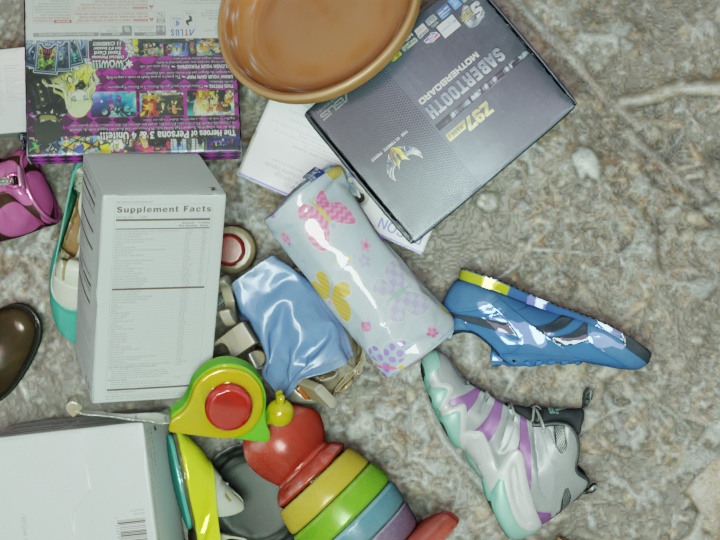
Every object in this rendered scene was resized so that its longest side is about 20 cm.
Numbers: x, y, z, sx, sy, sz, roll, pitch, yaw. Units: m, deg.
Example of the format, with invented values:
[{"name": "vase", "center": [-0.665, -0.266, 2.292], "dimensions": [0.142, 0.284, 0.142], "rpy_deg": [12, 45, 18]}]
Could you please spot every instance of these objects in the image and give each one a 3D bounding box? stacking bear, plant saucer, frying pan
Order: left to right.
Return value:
[{"name": "frying pan", "center": [-0.121, 0.191, 1.303], "dimensions": [0.115, 0.031, 0.191], "rpy_deg": [-30, 87, 2]}, {"name": "plant saucer", "center": [-0.035, -0.237, 1.227], "dimensions": [0.199, 0.037, 0.201], "rpy_deg": [-9, 65, 20]}, {"name": "stacking bear", "center": [-0.027, 0.206, 1.246], "dimensions": [0.200, 0.121, 0.114], "rpy_deg": [46, 59, 4]}]

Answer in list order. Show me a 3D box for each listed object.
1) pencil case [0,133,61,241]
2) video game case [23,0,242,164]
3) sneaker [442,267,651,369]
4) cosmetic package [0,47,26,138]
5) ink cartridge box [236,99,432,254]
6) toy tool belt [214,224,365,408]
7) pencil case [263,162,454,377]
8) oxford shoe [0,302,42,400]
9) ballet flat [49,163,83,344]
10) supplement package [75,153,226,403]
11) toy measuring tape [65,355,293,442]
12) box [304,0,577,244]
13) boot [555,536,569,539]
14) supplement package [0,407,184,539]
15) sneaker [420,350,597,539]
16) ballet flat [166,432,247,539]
[{"name": "pencil case", "center": [-0.394, -0.055, 1.282], "dimensions": [0.199, 0.094, 0.091], "rpy_deg": [-20, 91, 4]}, {"name": "video game case", "center": [-0.214, -0.193, 1.263], "dimensions": [0.199, 0.036, 0.182], "rpy_deg": [-3, 80, -8]}, {"name": "sneaker", "center": [0.170, 0.066, 1.263], "dimensions": [0.199, 0.066, 0.079], "rpy_deg": [20, 86, 7]}, {"name": "cosmetic package", "center": [-0.402, -0.165, 1.300], "dimensions": [0.199, 0.051, 0.083], "rpy_deg": [-4, 93, 3]}, {"name": "ink cartridge box", "center": [0.009, -0.143, 1.280], "dimensions": [0.197, 0.043, 0.201], "rpy_deg": [24, 91, 2]}, {"name": "toy tool belt", "center": [-0.079, 0.040, 1.251], "dimensions": [0.125, 0.123, 0.200], "rpy_deg": [-37, 89, 3]}, {"name": "pencil case", "center": [0.000, 0.000, 1.228], "dimensions": [0.091, 0.083, 0.200], "rpy_deg": [-39, 94, -38]}, {"name": "oxford shoe", "center": [-0.388, 0.109, 1.292], "dimensions": [0.200, 0.084, 0.073], "rpy_deg": [-43, 87, 2]}, {"name": "ballet flat", "center": [-0.265, -0.025, 1.286], "dimensions": [0.067, 0.070, 0.201], "rpy_deg": [11, 93, 3]}, {"name": "supplement package", "center": [-0.193, 0.004, 1.217], "dimensions": [0.113, 0.110, 0.201], "rpy_deg": [-1, 114, -21]}, {"name": "toy measuring tape", "center": [-0.155, 0.106, 1.183], "dimensions": [0.199, 0.074, 0.074], "rpy_deg": [9, 92, -10]}, {"name": "box", "center": [0.073, -0.146, 1.230], "dimensions": [0.200, 0.051, 0.158], "rpy_deg": [-39, 89, 3]}, {"name": "boot", "center": [0.165, 0.327, 1.273], "dimensions": [0.199, 0.074, 0.155], "rpy_deg": [15, 94, -9]}, {"name": "supplement package", "center": [-0.255, 0.242, 1.273], "dimensions": [0.155, 0.111, 0.201], "rpy_deg": [-6, 92, 4]}, {"name": "sneaker", "center": [0.153, 0.138, 1.270], "dimensions": [0.140, 0.078, 0.200], "rpy_deg": [-30, 98, 2]}, {"name": "ballet flat", "center": [-0.141, 0.245, 1.270], "dimensions": [0.067, 0.067, 0.201], "rpy_deg": [-7, 93, -15]}]
